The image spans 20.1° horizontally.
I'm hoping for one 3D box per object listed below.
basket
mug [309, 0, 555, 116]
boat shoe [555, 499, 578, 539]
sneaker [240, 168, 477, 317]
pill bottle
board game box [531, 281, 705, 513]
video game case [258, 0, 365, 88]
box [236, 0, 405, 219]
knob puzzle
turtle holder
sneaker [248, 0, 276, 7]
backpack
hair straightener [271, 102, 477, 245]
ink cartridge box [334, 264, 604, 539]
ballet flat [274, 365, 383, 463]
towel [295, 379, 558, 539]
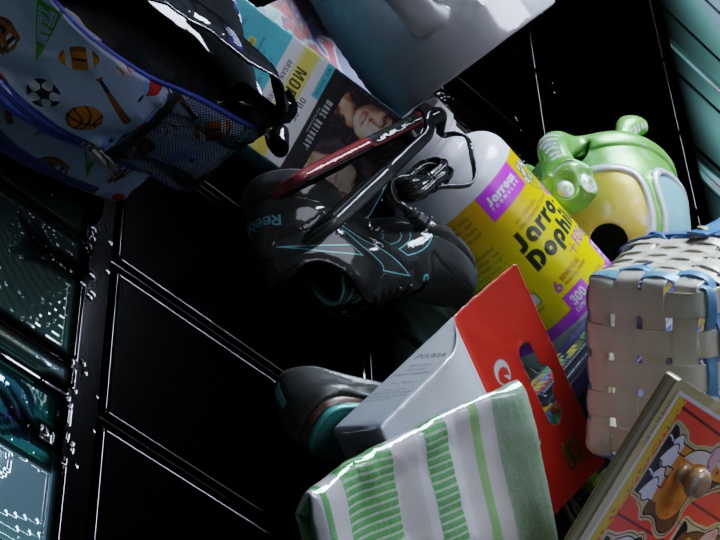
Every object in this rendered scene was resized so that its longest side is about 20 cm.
[{"bbox_3d":[0.234,0.055,1.380,0.200,0.138,0.178,-21,111,-59],"label":"basket"},{"bbox_3d":[0.026,-0.215,1.424,0.176,0.147,0.200,54,13,-3],"label":"mug"},{"bbox_3d":[0.143,0.202,1.371,0.201,0.062,0.075,60,26,11],"label":"boat shoe"},{"bbox_3d":[0.000,0.000,1.382,0.199,0.075,0.080,19,52,-35],"label":"sneaker"},{"bbox_3d":[0.096,-0.031,1.514,0.200,0.104,0.104,47,28,-13],"label":"pill bottle"},{"bbox_3d":[0.216,0.124,1.472,0.165,0.057,0.201,-46,108,-28],"label":"board game box"},{"bbox_3d":[-0.066,-0.180,1.517,0.183,0.023,0.200,55,28,2],"label":"video game case"},{"bbox_3d":[-0.059,-0.114,1.380,0.199,0.083,0.049,34,-8,-33],"label":"box"},{"bbox_3d":[0.195,0.172,1.268,0.030,0.221,0.219,31,11,38],"label":"knob puzzle"},{"bbox_3d":[0.201,-0.042,1.625,0.186,0.139,0.133,90,-13,-52],"label":"turtle holder"},{"bbox_3d":[-0.084,-0.239,1.471,0.100,0.069,0.200,59,29,-6],"label":"sneaker"},{"bbox_3d":[-0.158,-0.146,1.199,0.190,0.154,0.201,31,28,-51],"label":"backpack"},{"bbox_3d":[0.021,-0.056,1.359,0.077,0.041,0.200,58,37,0],"label":"hair straightener"},{"bbox_3d":[0.086,0.112,1.276,0.200,0.047,0.161,-40,112,-38],"label":"ink cartridge box"},{"bbox_3d":[0.023,0.095,1.300,0.199,0.068,0.068,21,14,-43],"label":"ballet flat"},{"bbox_3d":[0.048,0.166,1.186,0.199,0.023,0.154,-20,99,-44],"label":"towel"}]
